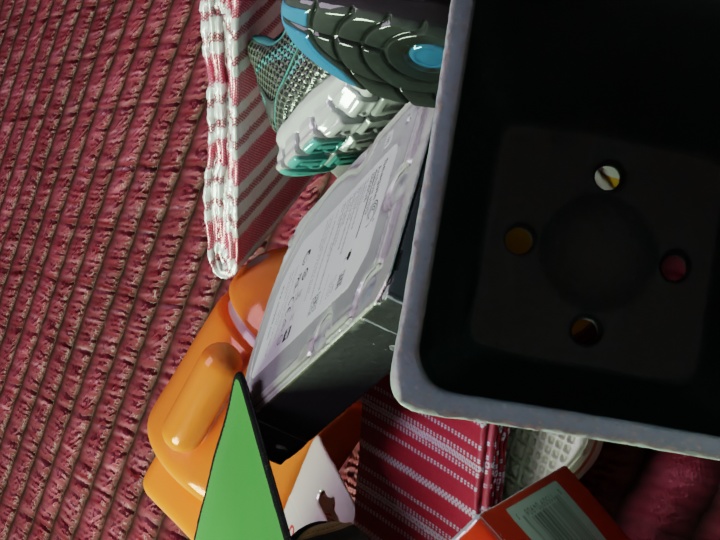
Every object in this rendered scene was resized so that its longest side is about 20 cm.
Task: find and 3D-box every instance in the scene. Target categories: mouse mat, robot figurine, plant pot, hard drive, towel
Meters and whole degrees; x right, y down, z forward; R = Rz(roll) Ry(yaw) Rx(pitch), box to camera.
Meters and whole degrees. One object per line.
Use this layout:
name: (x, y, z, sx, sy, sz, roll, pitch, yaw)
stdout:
mouse mat: (-0.067, 0.171, 1.077, 0.161, 0.008, 0.200, -111, 30, -56)
robot figurine: (-0.048, 0.069, 1.281, 0.200, 0.144, 0.117, -58, 26, 20)
plant pot: (0.115, -0.019, 0.889, 0.200, 0.196, 0.196, 118, 161, -82)
hard drive: (0.000, 0.000, 1.076, 0.200, 0.038, 0.140, -43, 26, 56)
towel: (-0.053, -0.113, 1.246, 0.146, 0.030, 0.200, -52, -29, -50)
towel: (0.033, 0.114, 1.071, 0.145, 0.022, 0.200, -158, 70, -64)

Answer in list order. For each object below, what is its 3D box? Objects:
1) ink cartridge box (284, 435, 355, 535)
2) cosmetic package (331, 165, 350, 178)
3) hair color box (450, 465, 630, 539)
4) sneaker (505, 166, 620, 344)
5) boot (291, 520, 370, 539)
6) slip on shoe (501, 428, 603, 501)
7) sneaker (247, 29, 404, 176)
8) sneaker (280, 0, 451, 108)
ink cartridge box: (-0.015, 0.207, 1.232, 0.117, 0.067, 0.200, -121, 47, -58)
cosmetic package: (0.041, -0.109, 1.285, 0.200, 0.052, 0.151, -133, 57, -64)
hair color box: (0.025, 0.181, 0.961, 0.200, 0.111, 0.064, -45, 78, 23)
sneaker: (0.115, -0.046, 1.042, 0.090, 0.075, 0.200, -156, 78, -68)
boot: (-0.055, 0.185, 1.127, 0.138, 0.077, 0.200, 47, 135, 46)
slip on shoe: (0.071, 0.095, 1.084, 0.200, 0.061, 0.074, 137, 128, -58)
sneaker: (0.005, -0.130, 1.111, 0.200, 0.078, 0.091, -38, 71, 39)
sneaker: (0.065, -0.122, 0.990, 0.073, 0.200, 0.082, 88, -173, -66)
